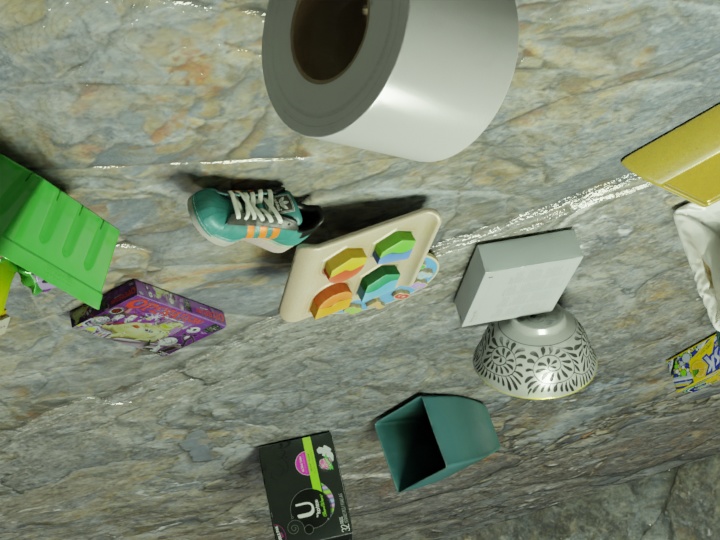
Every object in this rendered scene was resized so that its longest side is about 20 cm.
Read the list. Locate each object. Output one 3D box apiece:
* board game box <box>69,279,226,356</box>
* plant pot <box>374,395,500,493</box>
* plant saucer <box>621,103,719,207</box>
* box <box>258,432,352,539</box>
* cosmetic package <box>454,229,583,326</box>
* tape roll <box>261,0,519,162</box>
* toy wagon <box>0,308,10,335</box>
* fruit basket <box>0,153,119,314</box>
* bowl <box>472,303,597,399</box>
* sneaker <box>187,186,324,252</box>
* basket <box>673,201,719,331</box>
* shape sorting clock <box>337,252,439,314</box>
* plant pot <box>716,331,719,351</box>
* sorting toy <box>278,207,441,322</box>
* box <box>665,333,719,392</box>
[{"bbox_3d":[-0.291,0.069,1.843,0.120,0.032,0.200,-29,152,22],"label":"board game box"},{"bbox_3d":[0.160,0.321,2.521,0.199,0.142,0.141,-1,154,-45],"label":"plant pot"},{"bbox_3d":[0.479,-0.149,1.765,0.199,0.049,0.199,-30,151,32],"label":"plant saucer"},{"bbox_3d":[-0.104,0.431,2.530,0.147,0.201,0.124,-12,158,-6],"label":"box"},{"bbox_3d":[0.232,0.014,1.980,0.150,0.052,0.200,-11,157,-12],"label":"cosmetic package"},{"bbox_3d":[0.023,-0.207,1.190,0.139,0.204,0.202,7,149,-40],"label":"tape roll"},{"bbox_3d":[-0.512,0.034,1.545,0.199,0.040,0.155,21,-178,-3],"label":"toy wagon"},{"bbox_3d":[-0.385,-0.007,1.423,0.215,0.155,0.217,-41,146,-35],"label":"fruit basket"},{"bbox_3d":[0.276,0.106,2.098,0.199,0.201,0.095,-10,123,-10],"label":"bowl"},{"bbox_3d":[-0.121,-0.071,1.580,0.080,0.072,0.200,-28,161,28],"label":"sneaker"},{"bbox_3d":[0.588,-0.023,1.920,0.199,0.199,0.161,-25,156,23],"label":"basket"},{"bbox_3d":[0.017,0.020,1.891,0.198,0.039,0.200,-12,156,-5],"label":"shape sorting clock"},{"bbox_3d":[0.700,0.093,2.256,0.160,0.202,0.201,1,155,-5],"label":"plant pot"},{"bbox_3d":[0.000,0.000,1.742,0.199,0.037,0.185,-15,153,-22],"label":"sorting toy"},{"bbox_3d":[0.686,0.165,2.546,0.064,0.070,0.200,2,152,-38],"label":"box"}]
